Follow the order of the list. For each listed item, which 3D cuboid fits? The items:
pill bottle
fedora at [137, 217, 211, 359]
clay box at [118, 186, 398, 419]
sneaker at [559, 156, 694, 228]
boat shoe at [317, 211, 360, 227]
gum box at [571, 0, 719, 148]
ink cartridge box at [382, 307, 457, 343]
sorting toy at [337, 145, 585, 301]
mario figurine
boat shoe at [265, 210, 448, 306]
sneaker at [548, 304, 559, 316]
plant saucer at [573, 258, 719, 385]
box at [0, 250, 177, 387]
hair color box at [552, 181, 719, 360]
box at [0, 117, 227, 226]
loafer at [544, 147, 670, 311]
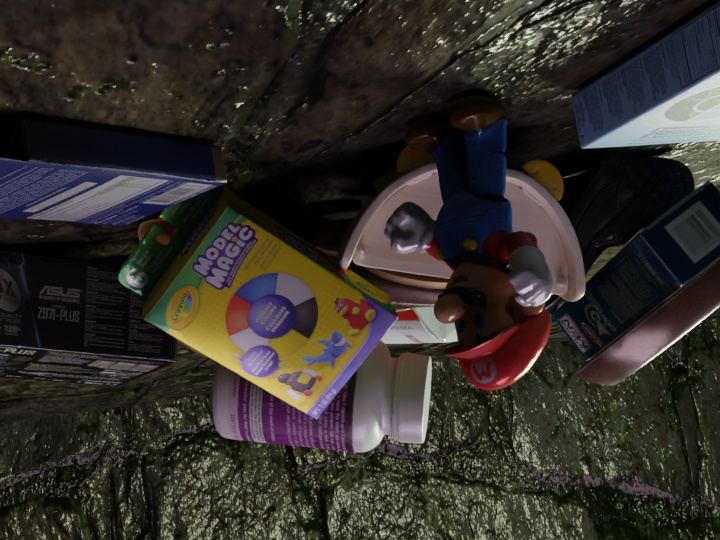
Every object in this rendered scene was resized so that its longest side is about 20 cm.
[{"bbox_3d":[-0.034,0.114,1.086,0.197,0.114,0.112,5,173,8],"label":"pill bottle"},{"bbox_3d":[-0.116,0.031,0.993,0.199,0.082,0.201,22,160,9],"label":"fedora"},{"bbox_3d":[-0.082,0.022,0.901,0.199,0.115,0.048,32,-166,-25],"label":"clay box"},{"bbox_3d":[0.218,-0.068,1.099,0.198,0.071,0.078,-14,-166,-9],"label":"sneaker"},{"bbox_3d":[-0.059,-0.009,1.122,0.198,0.067,0.074,-17,169,39],"label":"boat shoe"},{"bbox_3d":[0.268,-0.136,0.768,0.168,0.045,0.200,-6,171,-23],"label":"gum box"},{"bbox_3d":[0.005,0.058,1.167,0.161,0.051,0.199,-2,-176,32],"label":"ink cartridge box"},{"bbox_3d":[0.077,-0.045,0.974,0.198,0.108,0.180,8,-178,-8],"label":"sorting toy"},{"bbox_3d":[0.072,-0.016,0.795,0.105,0.202,0.123,-10,170,0],"label":"mario figurine"},{"bbox_3d":[0.000,0.000,1.029,0.198,0.071,0.071,14,-144,16],"label":"boat shoe"},{"bbox_3d":[0.112,0.000,1.118,0.198,0.074,0.088,21,-154,-4],"label":"sneaker"},{"bbox_3d":[0.285,0.046,1.049,0.199,0.035,0.200,-37,171,-7],"label":"plant saucer"},{"bbox_3d":[-0.294,0.050,1.076,0.198,0.087,0.163,8,163,-30],"label":"box"},{"bbox_3d":[0.265,0.005,1.064,0.100,0.061,0.200,-33,168,-25],"label":"hair color box"},{"bbox_3d":[-0.201,-0.062,0.758,0.120,0.033,0.199,-17,170,37],"label":"box"},{"bbox_3d":[0.183,-0.026,1.029,0.200,0.072,0.073,-45,180,9],"label":"loafer"}]
